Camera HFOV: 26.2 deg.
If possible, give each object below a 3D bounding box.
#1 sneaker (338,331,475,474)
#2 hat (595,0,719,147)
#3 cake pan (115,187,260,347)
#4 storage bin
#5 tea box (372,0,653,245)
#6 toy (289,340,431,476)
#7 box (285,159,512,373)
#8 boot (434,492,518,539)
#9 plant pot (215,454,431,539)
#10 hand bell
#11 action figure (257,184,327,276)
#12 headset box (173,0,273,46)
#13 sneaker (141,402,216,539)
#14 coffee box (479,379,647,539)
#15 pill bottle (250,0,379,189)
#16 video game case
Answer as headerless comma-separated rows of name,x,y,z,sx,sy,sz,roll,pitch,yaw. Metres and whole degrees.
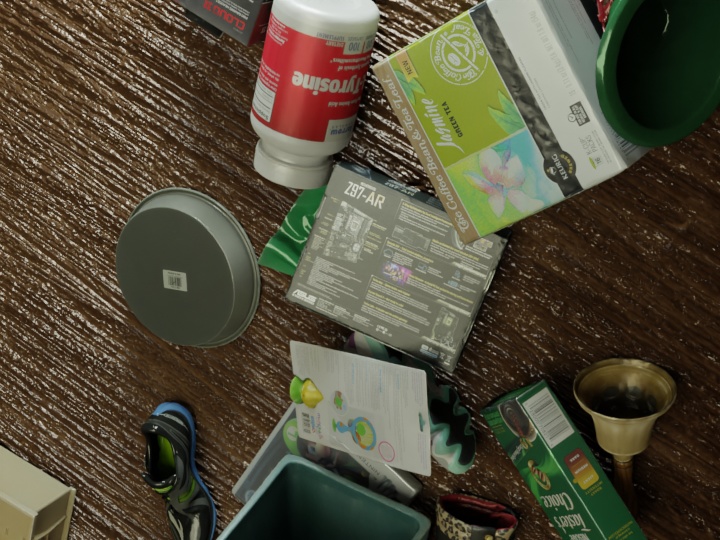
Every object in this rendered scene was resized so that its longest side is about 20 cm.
sneaker,0.034,0.161,1.736,0.140,0.078,0.201,-41,76,36
hat,0.248,-0.236,1.470,0.176,0.165,0.201,35,105,54
cake pan,-0.212,0.003,1.839,0.199,0.037,0.202,11,113,27
storage bin,-0.505,0.344,2.105,0.199,0.094,0.200,26,119,19
tea box,0.155,-0.164,1.501,0.196,0.134,0.201,-26,94,35
toy,0.009,0.141,1.673,0.199,0.047,0.116,9,110,40
box,0.039,-0.005,1.638,0.199,0.044,0.161,23,106,6
boot,0.154,0.346,1.732,0.199,0.073,0.152,22,118,32
plant pot,-0.051,0.374,1.767,0.195,0.196,0.201,22,135,22
hand bell,0.273,0.202,1.614,0.104,0.104,0.201,13,127,26
action figure,0.000,0.000,1.696,0.200,0.055,0.118,36,104,7
headset box,-0.134,-0.346,1.639,0.148,0.075,0.201,34,121,15
sneaker,-0.235,0.266,1.923,0.070,0.083,0.201,-2,107,31
coffee box,0.212,0.214,1.626,0.201,0.044,0.123,57,162,1
pill bottle,-0.053,-0.193,1.627,0.112,0.112,0.201,25,119,20
video game case,-0.044,0.261,1.845,0.182,0.023,0.200,42,124,11
